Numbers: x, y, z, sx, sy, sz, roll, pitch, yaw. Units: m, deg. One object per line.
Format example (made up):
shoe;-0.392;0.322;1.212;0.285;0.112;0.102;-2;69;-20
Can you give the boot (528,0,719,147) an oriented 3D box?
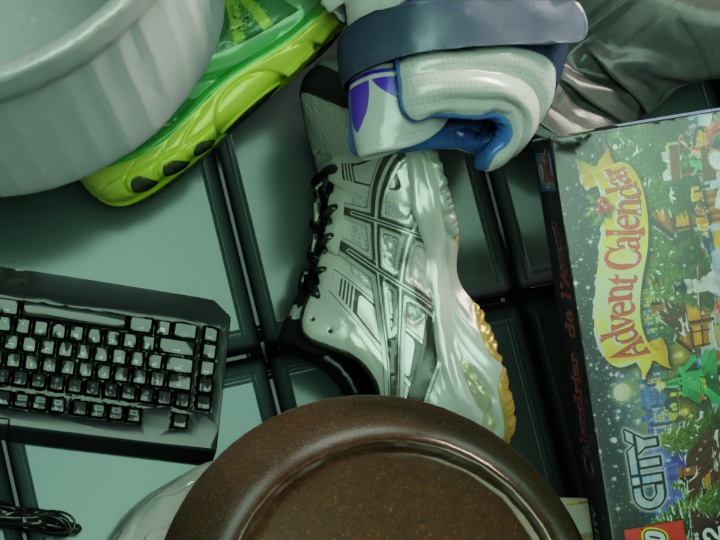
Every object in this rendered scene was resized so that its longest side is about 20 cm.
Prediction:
boot;0.143;-0.092;1.125;0.200;0.070;0.132;31;77;8

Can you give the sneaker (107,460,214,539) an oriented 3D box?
sneaker;-0.098;0.161;1.001;0.078;0.099;0.200;38;74;0

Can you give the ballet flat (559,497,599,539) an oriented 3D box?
ballet flat;0.114;0.138;1.061;0.200;0.067;0.067;27;45;-6

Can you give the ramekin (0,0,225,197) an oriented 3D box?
ramekin;-0.154;-0.128;1.014;0.200;0.098;0.201;-6;57;10

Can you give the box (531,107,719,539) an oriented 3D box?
box;0.157;0.031;1.014;0.137;0.038;0.200;-10;93;-9

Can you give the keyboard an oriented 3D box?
keyboard;-0.162;0.060;1.051;0.200;0.021;0.127;8;77;-9

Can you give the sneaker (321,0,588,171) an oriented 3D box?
sneaker;0.003;-0.124;1.007;0.200;0.081;0.146;27;59;-22

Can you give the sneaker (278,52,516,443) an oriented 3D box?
sneaker;0.000;0.000;1.066;0.088;0.076;0.200;-17;82;-14

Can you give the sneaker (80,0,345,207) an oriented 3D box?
sneaker;-0.060;-0.116;1.079;0.200;0.074;0.084;-42;92;-16

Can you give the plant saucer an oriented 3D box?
plant saucer;0.013;0.147;0.980;0.200;0.034;0.200;5;74;-16
